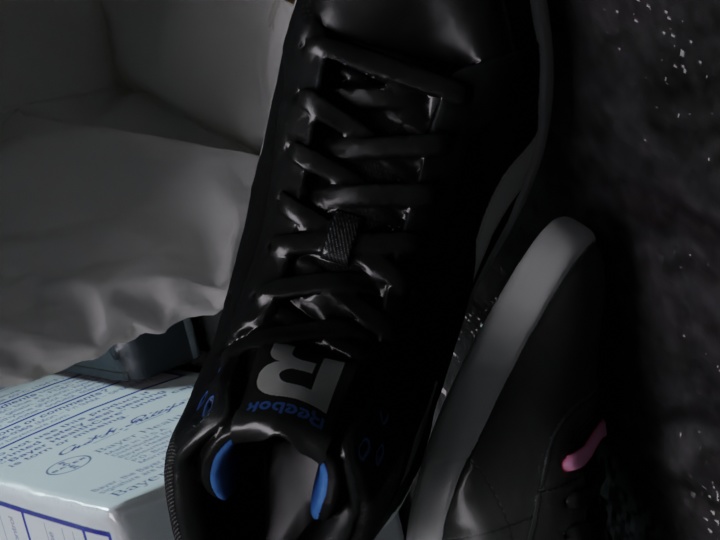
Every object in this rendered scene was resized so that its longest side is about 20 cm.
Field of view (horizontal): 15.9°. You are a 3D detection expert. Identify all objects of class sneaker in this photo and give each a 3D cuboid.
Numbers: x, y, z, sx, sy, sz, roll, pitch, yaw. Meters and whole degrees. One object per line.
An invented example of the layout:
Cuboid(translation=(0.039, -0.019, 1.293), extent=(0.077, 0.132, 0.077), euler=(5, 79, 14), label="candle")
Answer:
Cuboid(translation=(0.000, 0.000, 0.654), extent=(0.073, 0.112, 0.201), euler=(13, 109, 6), label="sneaker")
Cuboid(translation=(0.062, 0.089, 0.703), extent=(0.099, 0.071, 0.201), euler=(19, 108, 17), label="sneaker")

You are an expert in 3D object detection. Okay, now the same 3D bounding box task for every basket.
Cuboid(translation=(-0.111, -0.089, 0.729), extent=(0.161, 0.199, 0.199), euler=(24, 128, 53), label="basket")

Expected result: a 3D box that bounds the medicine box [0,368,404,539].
Cuboid(translation=(-0.067, 0.136, 0.891), extent=(0.200, 0.103, 0.183), euler=(7, 114, 57), label="medicine box")

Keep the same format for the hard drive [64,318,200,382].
Cuboid(translation=(-0.127, -0.064, 0.932), extent=(0.139, 0.033, 0.201), euler=(5, 113, 57), label="hard drive")
